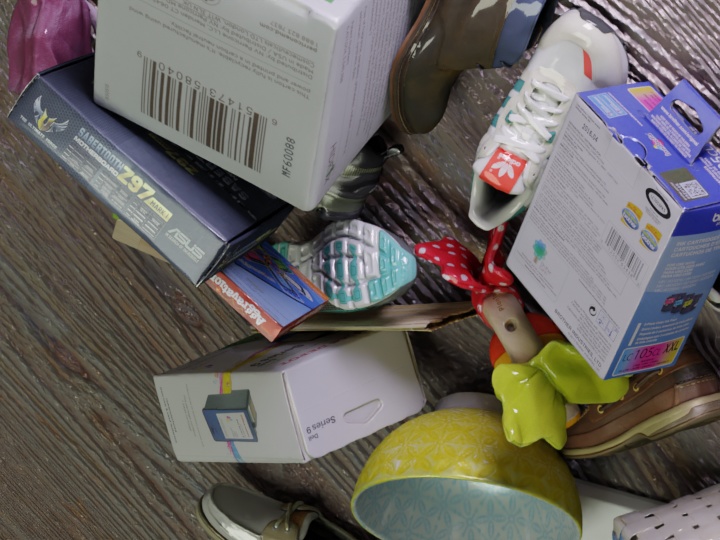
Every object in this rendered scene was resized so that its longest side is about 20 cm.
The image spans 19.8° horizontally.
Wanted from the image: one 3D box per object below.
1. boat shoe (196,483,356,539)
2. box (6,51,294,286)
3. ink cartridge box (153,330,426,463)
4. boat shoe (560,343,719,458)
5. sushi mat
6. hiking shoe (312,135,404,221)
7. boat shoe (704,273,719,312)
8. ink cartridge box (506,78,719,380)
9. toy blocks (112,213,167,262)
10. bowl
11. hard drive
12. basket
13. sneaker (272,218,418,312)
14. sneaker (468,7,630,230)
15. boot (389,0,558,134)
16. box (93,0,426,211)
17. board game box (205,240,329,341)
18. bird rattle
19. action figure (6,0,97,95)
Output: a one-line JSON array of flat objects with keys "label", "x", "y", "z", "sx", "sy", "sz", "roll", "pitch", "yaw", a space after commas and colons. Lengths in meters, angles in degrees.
[{"label": "boat shoe", "x": -0.066, "y": 0.263, "z": 2.058, "sx": 0.200, "sy": 0.075, "sz": 0.068, "roll": 28, "pitch": 134, "yaw": 1}, {"label": "box", "x": -0.159, "y": -0.086, "z": 1.610, "sx": 0.200, "sy": 0.158, "sz": 0.051, "roll": 41, "pitch": 114, "yaw": 5}, {"label": "ink cartridge box", "x": -0.063, "y": 0.106, "z": 1.808, "sx": 0.200, "sy": 0.145, "sz": 0.088, "roll": -3, "pitch": 105, "yaw": 51}, {"label": "boat shoe", "x": 0.226, "y": 0.109, "z": 1.683, "sx": 0.200, "sy": 0.072, "sz": 0.068, "roll": -31, "pitch": 74, "yaw": 59}, {"label": "sushi mat", "x": 0.008, "y": 0.040, "z": 1.765, "sx": 0.200, "sy": 0.096, "sz": 0.012, "roll": -2, "pitch": 100, "yaw": 40}, {"label": "hiking shoe", "x": -0.054, "y": -0.137, "z": 1.661, "sx": 0.200, "sy": 0.076, "sz": 0.101, "roll": 41, "pitch": 121, "yaw": 3}, {"label": "boat shoe", "x": 0.264, "y": -0.012, "z": 1.519, "sx": 0.200, "sy": 0.068, "sz": 0.075, "roll": 4, "pitch": 133, "yaw": 38}, {"label": "ink cartridge box", "x": 0.196, "y": -0.040, "z": 1.477, "sx": 0.137, "sy": 0.076, "sz": 0.200, "roll": 53, "pitch": 141, "yaw": 34}, {"label": "toy blocks", "x": -0.129, "y": -0.067, "z": 1.772, "sx": 0.136, "sy": 0.100, "sz": 0.200, "roll": 23, "pitch": 135, "yaw": 1}, {"label": "bowl", "x": 0.097, "y": 0.170, "z": 1.780, "sx": 0.199, "sy": 0.108, "sz": 0.200, "roll": 7, "pitch": 153, "yaw": 4}, {"label": "hard drive", "x": 0.215, "y": 0.243, "z": 1.851, "sx": 0.199, "sy": 0.027, "sz": 0.132, "roll": 14, "pitch": 135, "yaw": 29}, {"label": "basket", "x": 0.298, "y": 0.283, "z": 1.706, "sx": 0.139, "sy": 0.176, "sz": 0.201, "roll": -136, "pitch": 31, "yaw": -71}, {"label": "sneaker", "x": 0.000, "y": 0.000, "z": 1.724, "sx": 0.200, "sy": 0.091, "sz": 0.078, "roll": -3, "pitch": 83, "yaw": 58}, {"label": "sneaker", "x": 0.132, "y": -0.102, "z": 1.513, "sx": 0.070, "sy": 0.093, "sz": 0.200, "roll": 34, "pitch": 142, "yaw": 5}, {"label": "boot", "x": 0.082, "y": -0.160, "z": 1.511, "sx": 0.097, "sy": 0.075, "sz": 0.200, "roll": 29, "pitch": 140, "yaw": 16}, {"label": "box", "x": -0.068, "y": -0.197, "z": 1.516, "sx": 0.199, "sy": 0.171, "sz": 0.200, "roll": 27, "pitch": 140, "yaw": 13}, {"label": "board game box", "x": -0.120, "y": -0.027, "z": 1.647, "sx": 0.200, "sy": 0.103, "sz": 0.019, "roll": 42, "pitch": 114, "yaw": 8}, {"label": "bird rattle", "x": 0.123, "y": 0.057, "z": 1.659, "sx": 0.200, "sy": 0.113, "sz": 0.163, "roll": 51, "pitch": 176, "yaw": 25}, {"label": "action figure", "x": -0.249, "y": -0.237, "z": 1.685, "sx": 0.134, "sy": 0.149, "sz": 0.201, "roll": 21, "pitch": 116, "yaw": 50}]
